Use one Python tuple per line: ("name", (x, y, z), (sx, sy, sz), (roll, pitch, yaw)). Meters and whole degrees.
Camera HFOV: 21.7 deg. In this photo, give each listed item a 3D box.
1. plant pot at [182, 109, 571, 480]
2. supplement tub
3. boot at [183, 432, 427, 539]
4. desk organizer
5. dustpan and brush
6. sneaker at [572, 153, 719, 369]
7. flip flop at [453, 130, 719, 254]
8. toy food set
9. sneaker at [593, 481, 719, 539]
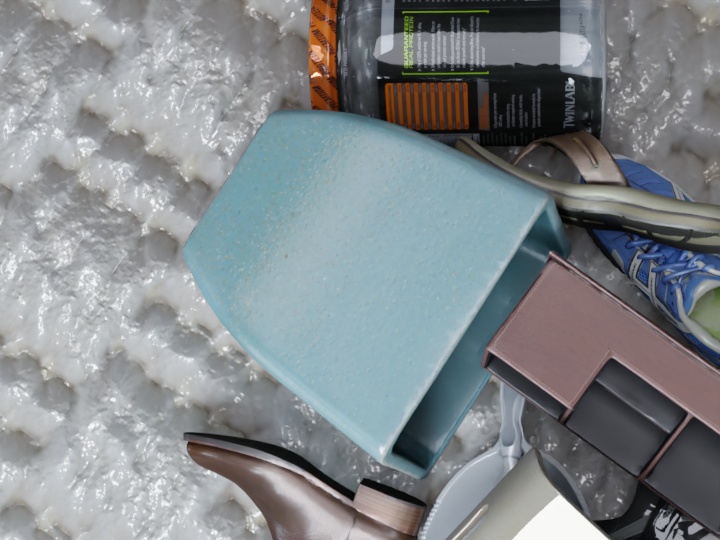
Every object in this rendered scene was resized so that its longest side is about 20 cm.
("plant pot", (0.000, 0.000, 1.255), (0.200, 0.196, 0.196), (32, 87, 13))
("supplement tub", (0.068, -0.146, 1.296), (0.200, 0.123, 0.123), (1, 83, 6))
("boot", (-0.066, 0.226, 1.299), (0.186, 0.064, 0.200), (19, 92, 15))
("desk organizer", (0.179, 0.082, 1.209), (0.200, 0.072, 0.077), (36, 80, 8))
("dustpan and brush", (0.103, 0.149, 1.281), (0.140, 0.057, 0.200), (-7, 53, 28))
("sneaker", (0.223, -0.006, 1.287), (0.076, 0.077, 0.200), (-43, 79, 1))
("flip flop", (0.159, -0.060, 1.247), (0.200, 0.081, 0.058), (14, 85, 20))
("toy food set", (0.137, 0.230, 1.198), (0.200, 0.060, 0.144), (42, 107, 2))
("sneaker", (0.233, 0.146, 1.271), (0.200, 0.076, 0.088), (-40, 75, 0))
